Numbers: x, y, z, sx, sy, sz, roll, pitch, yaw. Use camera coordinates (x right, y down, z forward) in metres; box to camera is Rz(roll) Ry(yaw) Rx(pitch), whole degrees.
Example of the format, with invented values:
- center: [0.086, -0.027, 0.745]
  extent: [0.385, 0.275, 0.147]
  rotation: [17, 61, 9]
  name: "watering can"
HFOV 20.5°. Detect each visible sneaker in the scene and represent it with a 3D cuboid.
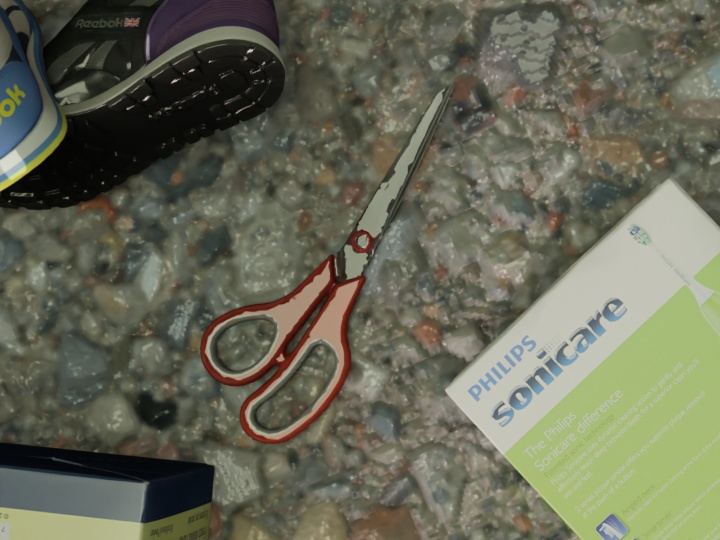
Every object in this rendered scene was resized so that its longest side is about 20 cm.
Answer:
- center: [-0.129, -0.099, 1.015]
  extent: [0.200, 0.076, 0.088]
  rotation: [-19, 54, 17]
  name: "sneaker"
- center: [-0.200, -0.113, 0.965]
  extent: [0.074, 0.200, 0.082]
  rotation: [-40, 126, 1]
  name: "sneaker"

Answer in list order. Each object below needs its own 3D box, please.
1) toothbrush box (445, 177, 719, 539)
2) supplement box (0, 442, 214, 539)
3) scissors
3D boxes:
- center: [0.162, 0.079, 0.940]
  extent: [0.146, 0.086, 0.200]
  rotation: [-44, 83, 6]
  name: "toothbrush box"
- center: [-0.189, 0.187, 0.969]
  extent: [0.200, 0.134, 0.200]
  rotation: [5, 89, 9]
  name: "supplement box"
- center: [0.000, 0.000, 1.009]
  extent: [0.073, 0.014, 0.200]
  rotation: [45, 94, 11]
  name: "scissors"
